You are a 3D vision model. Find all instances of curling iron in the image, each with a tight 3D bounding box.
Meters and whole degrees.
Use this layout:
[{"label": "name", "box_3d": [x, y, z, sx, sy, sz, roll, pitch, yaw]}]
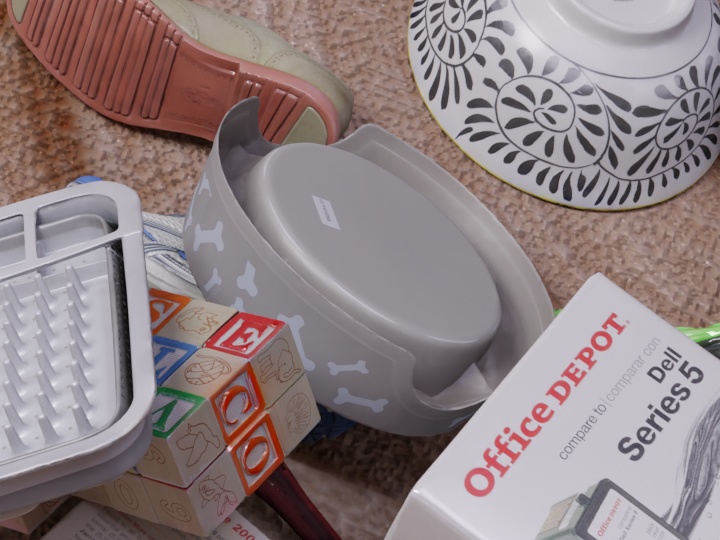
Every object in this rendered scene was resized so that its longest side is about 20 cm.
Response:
[{"label": "curling iron", "box_3d": [-0.047, 0.094, 1.094, 0.026, 0.050, 0.200, -36, 88, -1]}]

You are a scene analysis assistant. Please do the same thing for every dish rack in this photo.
[{"label": "dish rack", "box_3d": [-0.167, 0.046, 0.981, 0.172, 0.044, 0.200, -16, 34, 2]}]

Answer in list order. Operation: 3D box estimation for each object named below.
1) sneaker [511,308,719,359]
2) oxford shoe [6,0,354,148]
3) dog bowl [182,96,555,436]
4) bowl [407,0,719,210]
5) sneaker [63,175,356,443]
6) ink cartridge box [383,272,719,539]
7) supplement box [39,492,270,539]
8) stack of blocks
[{"label": "sneaker", "box_3d": [0.169, 0.071, 1.189, 0.200, 0.077, 0.084, 2, 63, -4]}, {"label": "oxford shoe", "box_3d": [-0.097, -0.115, 1.238, 0.200, 0.071, 0.074, 29, 29, 3]}, {"label": "dog bowl", "box_3d": [0.000, 0.000, 1.127, 0.200, 0.059, 0.200, 29, 27, -17]}, {"label": "bowl", "box_3d": [0.135, -0.142, 1.299, 0.201, 0.094, 0.201, 8, 57, -13]}, {"label": "sneaker", "box_3d": [-0.078, 0.011, 1.145, 0.200, 0.077, 0.085, 29, 50, 2]}, {"label": "ink cartridge box", "box_3d": [0.128, 0.120, 0.943, 0.200, 0.084, 0.146, 36, 57, 10]}, {"label": "supplement box", "box_3d": [-0.118, 0.188, 1.014, 0.126, 0.074, 0.200, 40, 55, 11]}, {"label": "stack of blocks", "box_3d": [-0.134, 0.061, 1.037, 0.200, 0.059, 0.115, 12, 43, 37]}]
